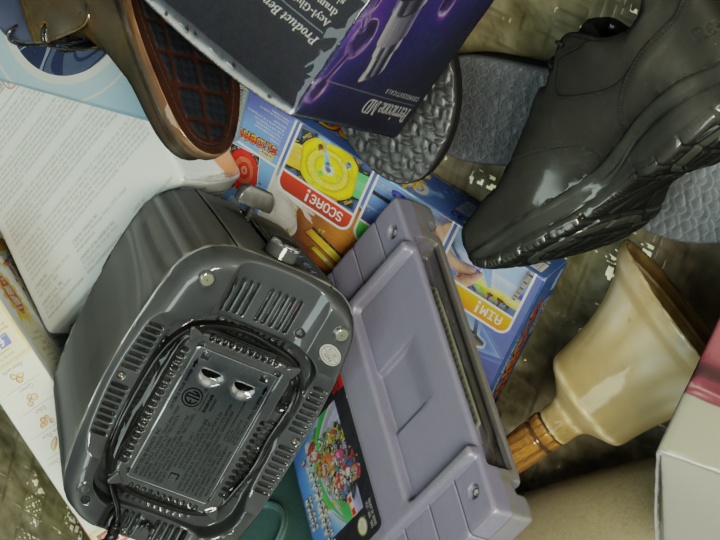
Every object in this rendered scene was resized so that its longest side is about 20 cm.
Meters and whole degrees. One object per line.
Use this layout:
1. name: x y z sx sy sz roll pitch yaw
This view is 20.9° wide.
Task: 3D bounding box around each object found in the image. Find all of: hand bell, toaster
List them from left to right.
1. toaster: -0.092 0.054 1.025 0.113 0.129 0.201 22 107 -23
2. hand bell: 0.087 0.087 0.984 0.200 0.104 0.104 -39 88 12

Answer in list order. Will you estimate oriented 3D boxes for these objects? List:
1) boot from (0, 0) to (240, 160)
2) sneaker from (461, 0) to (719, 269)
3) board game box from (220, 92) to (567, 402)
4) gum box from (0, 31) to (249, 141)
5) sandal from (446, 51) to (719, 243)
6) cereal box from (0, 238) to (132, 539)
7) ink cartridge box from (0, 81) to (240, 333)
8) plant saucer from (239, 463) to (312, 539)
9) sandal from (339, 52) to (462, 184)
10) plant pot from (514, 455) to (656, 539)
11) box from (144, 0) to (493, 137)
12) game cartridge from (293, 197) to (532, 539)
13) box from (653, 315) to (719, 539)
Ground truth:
1. boot: -0.127 -0.122 0.979 0.097 0.074 0.201 -36 63 31
2. sneaker: 0.113 -0.066 0.922 0.200 0.076 0.091 -38 69 43
3. board game box: 0.000 0.000 1.080 0.199 0.034 0.136 34 121 15
4. gum box: -0.137 -0.175 1.044 0.199 0.044 0.171 16 95 27
5. sandal: 0.126 -0.071 0.986 0.199 0.043 0.077 23 112 31
6. cereal box: -0.182 0.073 1.150 0.039 0.144 0.201 -32 90 -1
7. ink cartridge box: -0.166 -0.089 1.133 0.162 0.050 0.201 -43 64 39
8. plant saucer: -0.061 0.159 1.080 0.199 0.201 0.027 -23 119 33
9. sandal: 0.007 -0.142 1.015 0.075 0.045 0.201 -27 76 26
10. plant pot: 0.111 0.188 1.020 0.200 0.187 0.188 -37 89 22
11. box: 0.012 -0.173 0.905 0.104 0.148 0.201 39 103 16
12. game cartridge: 0.013 0.078 0.990 0.130 0.038 0.201 -45 43 30
13. box: 0.225 0.044 0.862 0.127 0.201 0.109 20 153 20
